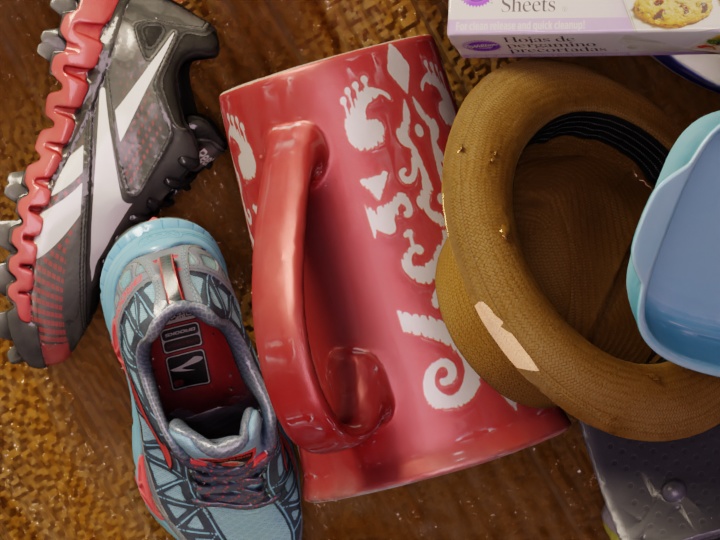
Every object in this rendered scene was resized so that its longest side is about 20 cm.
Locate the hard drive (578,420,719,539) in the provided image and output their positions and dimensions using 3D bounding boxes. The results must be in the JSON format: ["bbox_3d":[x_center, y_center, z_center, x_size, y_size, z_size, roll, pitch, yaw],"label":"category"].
[{"bbox_3d":[0.165,0.041,1.373,0.135,0.042,0.200,-16,54,7],"label":"hard drive"}]

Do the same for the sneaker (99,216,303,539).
[{"bbox_3d":[-0.076,0.079,1.401,0.079,0.096,0.200,-21,117,-3],"label":"sneaker"}]

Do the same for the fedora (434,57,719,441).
[{"bbox_3d":[0.094,0.001,1.323,0.201,0.201,0.082,51,132,-3],"label":"fedora"}]

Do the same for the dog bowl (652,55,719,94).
[{"bbox_3d":[0.207,-0.179,1.401,0.200,0.079,0.200,0,95,1],"label":"dog bowl"}]

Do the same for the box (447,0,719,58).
[{"bbox_3d":[0.139,-0.119,1.297,0.200,0.039,0.042,1,79,13],"label":"box"}]

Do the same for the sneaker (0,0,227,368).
[{"bbox_3d":[-0.119,-0.044,1.422,0.098,0.071,0.201,14,94,2],"label":"sneaker"}]

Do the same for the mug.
[{"bbox_3d":[0.011,-0.003,1.378,0.133,0.178,0.200,-15,90,0],"label":"mug"}]

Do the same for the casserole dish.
[{"bbox_3d":[0.196,-0.009,1.279,0.200,0.039,0.121,12,105,-29],"label":"casserole dish"}]

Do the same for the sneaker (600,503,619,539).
[{"bbox_3d":[0.176,0.198,1.440,0.076,0.075,0.200,-37,87,15],"label":"sneaker"}]
